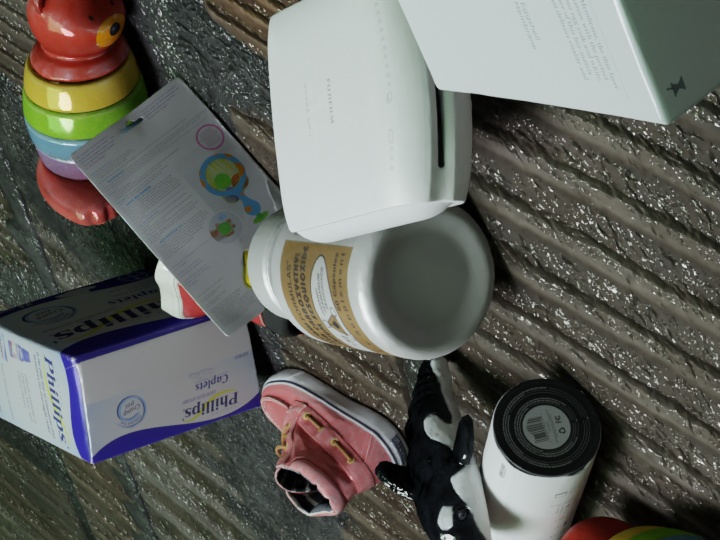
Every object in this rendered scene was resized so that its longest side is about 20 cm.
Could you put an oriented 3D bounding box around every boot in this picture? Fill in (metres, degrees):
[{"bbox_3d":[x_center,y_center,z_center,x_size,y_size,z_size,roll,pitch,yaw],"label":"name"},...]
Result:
[{"bbox_3d":[-0.094,0.025,1.972,0.144,0.073,0.200,23,173,4],"label":"boot"}]

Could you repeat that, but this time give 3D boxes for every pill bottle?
[{"bbox_3d":[0.000,0.000,1.684,0.200,0.114,0.115,8,130,60],"label":"pill bottle"}]

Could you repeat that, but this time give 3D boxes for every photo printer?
[{"bbox_3d":[0.008,-0.109,1.499,0.200,0.069,0.167,170,95,-65],"label":"photo printer"}]

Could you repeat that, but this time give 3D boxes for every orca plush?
[{"bbox_3d":[0.045,0.133,1.723,0.105,0.071,0.201,99,164,-63],"label":"orca plush"}]

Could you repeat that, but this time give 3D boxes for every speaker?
[{"bbox_3d":[0.126,0.161,1.715,0.081,0.081,0.200,45,157,19],"label":"speaker"}]

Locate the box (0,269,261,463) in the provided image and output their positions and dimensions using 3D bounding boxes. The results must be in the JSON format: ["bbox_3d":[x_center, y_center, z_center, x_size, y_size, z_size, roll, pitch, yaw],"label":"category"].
[{"bbox_3d":[-0.223,0.084,2.126,0.200,0.184,0.105,17,119,54],"label":"box"}]

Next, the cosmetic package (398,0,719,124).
[{"bbox_3d":[0.102,-0.198,1.192,0.200,0.123,0.200,18,139,56],"label":"cosmetic package"}]

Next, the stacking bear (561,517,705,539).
[{"bbox_3d":[0.205,0.232,1.621,0.114,0.121,0.200,60,164,-22],"label":"stacking bear"}]

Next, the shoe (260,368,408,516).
[{"bbox_3d":[-0.050,0.152,2.026,0.200,0.091,0.072,22,142,52],"label":"shoe"}]

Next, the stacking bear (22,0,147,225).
[{"bbox_3d":[-0.229,-0.160,1.918,0.114,0.121,0.200,27,137,33],"label":"stacking bear"}]

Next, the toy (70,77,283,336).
[{"bbox_3d":[-0.128,-0.046,1.865,0.200,0.115,0.047,47,160,15],"label":"toy"}]
